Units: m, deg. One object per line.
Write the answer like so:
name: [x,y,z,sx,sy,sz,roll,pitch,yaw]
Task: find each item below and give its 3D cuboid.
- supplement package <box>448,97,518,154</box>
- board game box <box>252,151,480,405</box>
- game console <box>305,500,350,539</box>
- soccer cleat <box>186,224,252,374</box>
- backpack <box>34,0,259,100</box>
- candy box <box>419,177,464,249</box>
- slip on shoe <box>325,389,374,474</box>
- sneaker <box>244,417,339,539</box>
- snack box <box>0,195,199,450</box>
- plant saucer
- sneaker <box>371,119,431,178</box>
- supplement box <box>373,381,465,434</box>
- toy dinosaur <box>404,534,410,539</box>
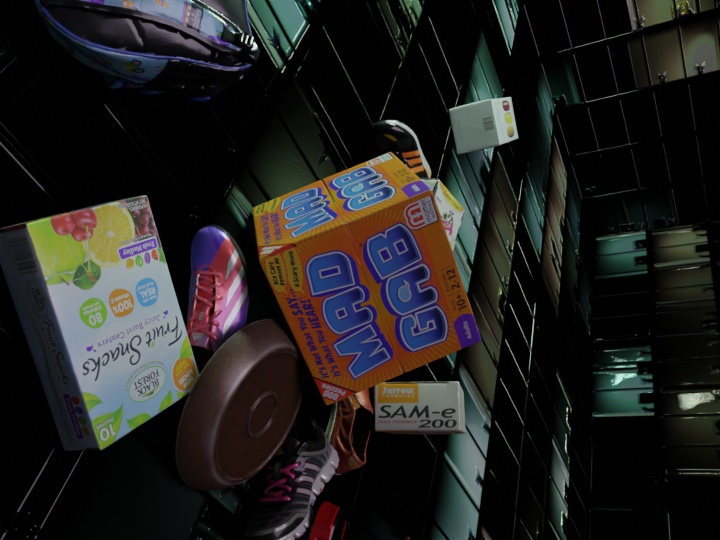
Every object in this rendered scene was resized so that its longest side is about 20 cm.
supplement package: [0.310,-0.363,1.710,0.200,0.109,0.114,-32,111,-60]
board game box: [0.000,0.000,0.848,0.200,0.200,0.200,-116,-175,-66]
game console: [-0.055,0.392,0.829,0.177,0.031,0.200,84,21,-60]
soccer cleat: [-0.161,0.050,0.751,0.073,0.068,0.200,-10,95,-66]
backpack: [-0.216,-0.261,0.653,0.200,0.134,0.183,-5,84,-36]
candy box: [0.118,-0.051,1.260,0.136,0.061,0.200,35,68,-54]
slip on shoe: [-0.006,0.200,1.010,0.074,0.061,0.200,51,39,-42]
sneaker: [-0.090,0.249,0.829,0.200,0.074,0.088,-49,123,-59]
snack box: [-0.232,0.042,0.632,0.142,0.053,0.200,-31,110,-60]
plant saucer: [-0.118,0.153,0.752,0.200,0.034,0.200,-42,143,-43]
sneaker: [0.079,-0.190,1.267,0.200,0.070,0.090,47,40,-50]
supplement box: [0.098,0.219,1.075,0.200,0.126,0.074,52,37,-72]
toy dinosaur: [0.090,0.573,1.115,0.200,0.105,0.182,40,50,1]
